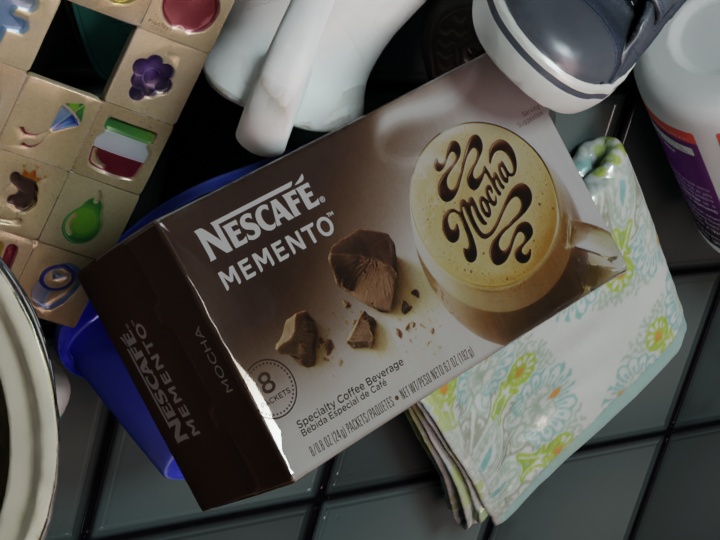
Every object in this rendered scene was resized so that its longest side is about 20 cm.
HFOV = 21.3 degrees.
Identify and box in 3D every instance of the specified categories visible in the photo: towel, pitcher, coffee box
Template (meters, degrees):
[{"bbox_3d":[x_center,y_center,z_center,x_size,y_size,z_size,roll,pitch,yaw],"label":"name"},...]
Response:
[{"bbox_3d":[0.108,0.043,1.132,0.200,0.048,0.172,-44,140,-15],"label":"towel"},{"bbox_3d":[-0.004,-0.151,0.802,0.120,0.172,0.201,22,106,-8],"label":"pitcher"},{"bbox_3d":[0.000,0.000,0.792,0.199,0.080,0.114,-28,92,-34],"label":"coffee box"}]

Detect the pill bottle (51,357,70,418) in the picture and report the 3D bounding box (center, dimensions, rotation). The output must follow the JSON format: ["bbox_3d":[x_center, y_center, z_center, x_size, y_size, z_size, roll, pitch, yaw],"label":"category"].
[{"bbox_3d":[-0.212,0.111,0.799,0.113,0.113,0.201,20,101,-50],"label":"pill bottle"}]

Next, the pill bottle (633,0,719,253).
[{"bbox_3d":[0.238,-0.078,1.133,0.113,0.112,0.200,-47,140,-11],"label":"pill bottle"}]

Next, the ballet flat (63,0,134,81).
[{"bbox_3d":[-0.105,-0.164,0.765,0.201,0.067,0.069,85,10,-49],"label":"ballet flat"}]

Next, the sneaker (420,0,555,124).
[{"bbox_3d":[0.071,-0.083,0.948,0.115,0.075,0.201,-71,160,-45],"label":"sneaker"}]

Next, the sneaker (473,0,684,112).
[{"bbox_3d":[0.112,-0.141,0.829,0.079,0.078,0.200,-46,-176,35],"label":"sneaker"}]

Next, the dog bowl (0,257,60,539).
[{"bbox_3d":[-0.200,0.053,0.699,0.201,0.199,0.074,-62,180,7],"label":"dog bowl"}]

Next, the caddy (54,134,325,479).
[{"bbox_3d":[-0.049,0.008,0.906,0.199,0.105,0.142,-23,155,-34],"label":"caddy"}]

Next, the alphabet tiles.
[{"bbox_3d":[-0.166,-0.074,0.744,0.199,0.008,0.168,19,110,-29],"label":"alphabet tiles"}]
